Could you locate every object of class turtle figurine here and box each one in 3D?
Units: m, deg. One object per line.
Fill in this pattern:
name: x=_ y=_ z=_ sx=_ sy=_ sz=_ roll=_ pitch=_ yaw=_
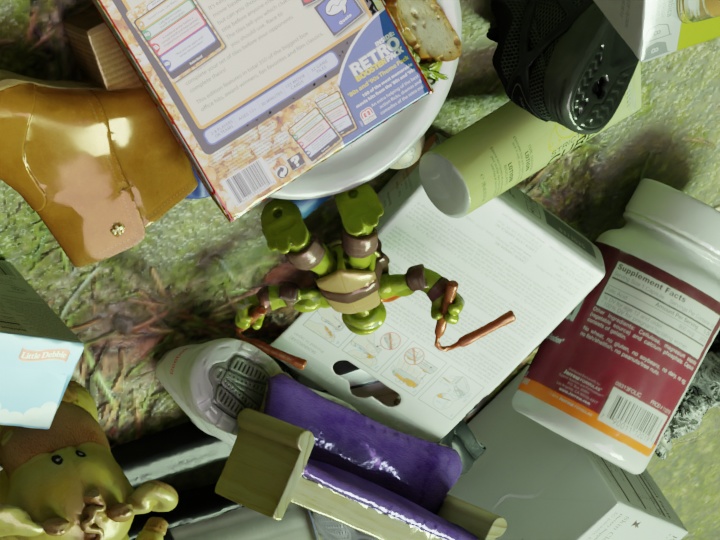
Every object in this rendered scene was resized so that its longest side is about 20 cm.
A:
turtle figurine: x=0.000 y=0.000 z=1.658 sx=0.199 sy=0.065 sz=0.161 roll=-2 pitch=148 yaw=12

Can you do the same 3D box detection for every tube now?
tube: x=0.128 y=-0.103 z=1.681 sx=0.200 sy=0.052 sz=0.058 roll=-32 pitch=176 yaw=-31

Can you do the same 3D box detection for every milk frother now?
milk frother: x=-0.115 y=0.230 z=1.795 sx=0.187 sy=0.200 sz=0.181 roll=-14 pitch=136 yaw=-22

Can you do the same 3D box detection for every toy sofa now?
toy sofa: x=0.006 y=0.151 z=1.714 sx=0.200 sy=0.083 sz=0.098 roll=27 pitch=85 yaw=-34

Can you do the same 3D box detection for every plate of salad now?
plate of salad: x=-0.022 y=-0.134 z=1.533 sx=0.199 sy=0.048 sz=0.201 roll=-12 pitch=119 yaw=-21

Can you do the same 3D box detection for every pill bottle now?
pill bottle: x=0.207 y=0.040 z=1.823 sx=0.114 sy=0.114 sz=0.200 roll=31 pitch=87 yaw=-49

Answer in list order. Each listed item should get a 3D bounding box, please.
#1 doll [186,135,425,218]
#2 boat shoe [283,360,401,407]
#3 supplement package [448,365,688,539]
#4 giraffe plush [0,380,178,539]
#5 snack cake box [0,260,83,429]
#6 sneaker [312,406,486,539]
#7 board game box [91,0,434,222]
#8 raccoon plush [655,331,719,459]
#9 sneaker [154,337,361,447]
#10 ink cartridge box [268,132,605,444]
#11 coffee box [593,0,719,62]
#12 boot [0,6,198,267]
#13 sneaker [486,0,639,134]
doll: x=-0.049 y=-0.080 z=1.610 sx=0.199 sy=0.049 sz=0.137 roll=-8 pitch=129 yaw=-26
boat shoe: x=0.038 y=0.077 z=1.829 sx=0.201 sy=0.075 sz=0.086 roll=-13 pitch=139 yaw=-18
supplement package: x=0.133 y=0.209 z=1.975 sx=0.200 sy=0.156 sz=0.111 roll=-46 pitch=141 yaw=18
giraffe plush: x=-0.208 y=0.151 z=1.606 sx=0.172 sy=0.200 sz=0.162 roll=-39 pitch=176 yaw=-22
snack cake box: x=-0.288 y=0.036 z=1.516 sx=0.200 sy=0.115 sz=0.067 roll=10 pitch=113 yaw=-40
sneaker: x=0.036 y=0.165 z=1.921 sx=0.114 sy=0.075 sz=0.200 roll=-41 pitch=174 yaw=-30
board game box: x=-0.067 y=-0.151 z=1.453 sx=0.151 sy=0.046 sz=0.200 roll=-32 pitch=120 yaw=-5
raccoon plush: x=0.212 y=0.073 z=1.968 sx=0.199 sy=0.097 sz=0.134 roll=23 pitch=139 yaw=-12
sneaker: x=-0.068 y=0.107 z=1.768 sx=0.200 sy=0.099 sz=0.078 roll=44 pitch=73 yaw=-31
ink cartridge box: x=0.053 y=0.019 z=1.752 sx=0.162 sy=0.050 sz=0.200 roll=34 pitch=115 yaw=-24
coffee box: x=0.210 y=-0.283 z=1.435 sx=0.197 sy=0.200 sz=0.200 roll=-19 pitch=142 yaw=-16
boot: x=-0.200 y=-0.062 z=1.475 sx=0.201 sy=0.071 sz=0.144 roll=-26 pitch=117 yaw=-18
sneaker: x=0.152 y=-0.191 z=1.616 sx=0.076 sy=0.114 sz=0.200 roll=37 pitch=79 yaw=-46
